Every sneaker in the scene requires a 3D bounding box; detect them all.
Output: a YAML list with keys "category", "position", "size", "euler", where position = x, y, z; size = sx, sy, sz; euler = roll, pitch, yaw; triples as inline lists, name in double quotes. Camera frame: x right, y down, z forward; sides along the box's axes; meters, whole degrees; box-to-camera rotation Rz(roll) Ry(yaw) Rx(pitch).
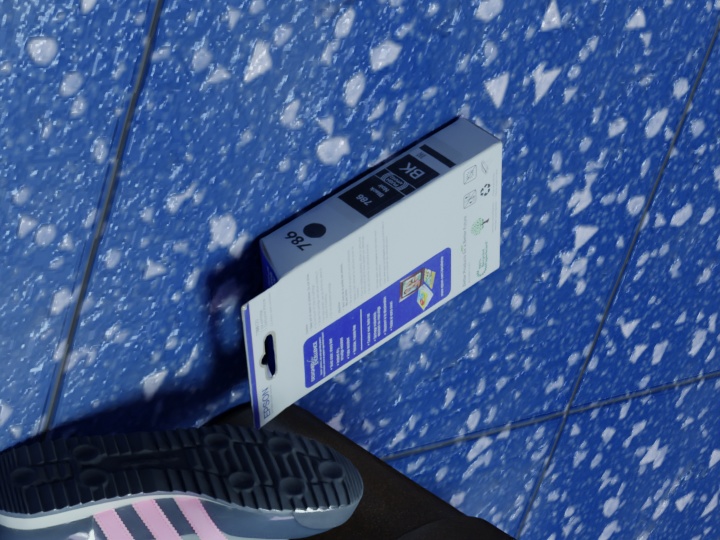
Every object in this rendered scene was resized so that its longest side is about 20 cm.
- category: "sneaker"
  position: [-0.099, 0.132, 1.004]
  size: [0.198, 0.070, 0.083]
  euler: [0, 124, -10]

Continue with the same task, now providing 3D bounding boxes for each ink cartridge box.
- category: "ink cartridge box"
  position: [0.000, 0.000, 1.087]
  size: [0.199, 0.039, 0.100]
  euler: [-33, 140, -31]

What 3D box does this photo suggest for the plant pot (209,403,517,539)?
- category: "plant pot"
  position: [-0.017, 0.189, 1.084]
  size: [0.200, 0.198, 0.201]
  euler: [-31, 139, -31]
